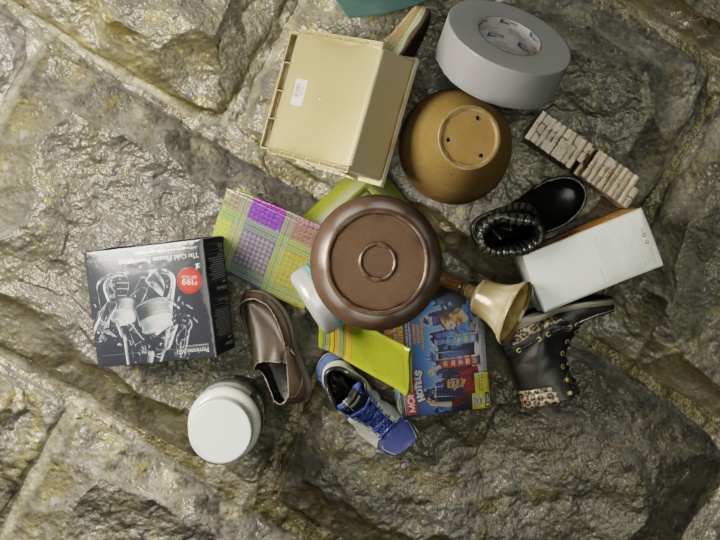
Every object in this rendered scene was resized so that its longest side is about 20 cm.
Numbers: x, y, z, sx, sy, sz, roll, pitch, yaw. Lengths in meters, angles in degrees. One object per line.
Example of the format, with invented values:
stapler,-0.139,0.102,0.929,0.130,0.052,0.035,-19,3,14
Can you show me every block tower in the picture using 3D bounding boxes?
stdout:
block tower,0.354,-0.178,1.687,0.199,0.058,0.054,35,92,-4

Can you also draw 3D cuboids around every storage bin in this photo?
storage bin,-0.038,-0.254,1.620,0.197,0.093,0.202,18,94,36

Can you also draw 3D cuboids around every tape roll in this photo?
tape roll,0.217,-0.332,1.607,0.198,0.201,0.067,19,131,-2

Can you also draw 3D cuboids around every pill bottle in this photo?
pill bottle,0.000,0.000,1.611,0.199,0.111,0.111,-34,93,-4
pill bottle,-0.206,0.230,1.627,0.112,0.200,0.114,0,93,-1

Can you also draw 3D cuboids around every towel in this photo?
towel,-0.141,-0.035,1.673,0.198,0.023,0.145,24,111,8
towel,0.004,0.121,1.637,0.018,0.199,0.087,-28,128,-36

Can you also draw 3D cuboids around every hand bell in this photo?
hand bell,0.154,0.026,1.628,0.199,0.104,0.105,25,93,23

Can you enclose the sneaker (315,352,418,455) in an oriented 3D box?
sneaker,0.002,0.220,1.672,0.081,0.115,0.199,-44,93,2

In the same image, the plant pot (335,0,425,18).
plant pot,0.042,-0.485,1.616,0.198,0.141,0.142,-24,73,12

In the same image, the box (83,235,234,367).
box,-0.312,0.048,1.649,0.198,0.104,0.184,-6,94,10

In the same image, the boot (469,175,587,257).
boot,0.271,-0.082,1.638,0.210,0.158,0.080,-28,93,1

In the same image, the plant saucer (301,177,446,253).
plant saucer,0.005,-0.044,1.692,0.199,0.048,0.200,-42,92,1

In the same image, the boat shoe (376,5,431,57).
boat shoe,0.036,-0.343,1.671,0.076,0.072,0.201,33,91,14

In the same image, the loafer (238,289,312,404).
loafer,-0.140,0.126,1.676,0.073,0.071,0.201,-25,94,29

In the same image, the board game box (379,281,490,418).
board game box,0.099,0.126,1.678,0.198,0.062,0.202,-5,92,-10

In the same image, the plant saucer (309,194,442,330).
plant saucer,0.024,-0.012,1.543,0.198,0.032,0.203,0,89,-4

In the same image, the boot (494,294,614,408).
boot,0.325,0.129,1.691,0.198,0.073,0.152,-16,92,4

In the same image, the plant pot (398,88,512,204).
plant pot,0.157,-0.197,1.611,0.184,0.200,0.189,0,93,-2

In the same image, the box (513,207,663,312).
box,0.354,-0.018,1.658,0.198,0.124,0.098,-22,92,1
